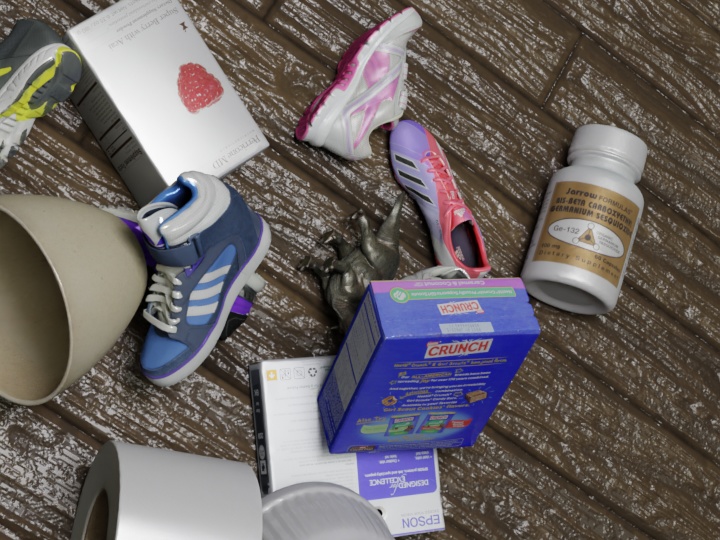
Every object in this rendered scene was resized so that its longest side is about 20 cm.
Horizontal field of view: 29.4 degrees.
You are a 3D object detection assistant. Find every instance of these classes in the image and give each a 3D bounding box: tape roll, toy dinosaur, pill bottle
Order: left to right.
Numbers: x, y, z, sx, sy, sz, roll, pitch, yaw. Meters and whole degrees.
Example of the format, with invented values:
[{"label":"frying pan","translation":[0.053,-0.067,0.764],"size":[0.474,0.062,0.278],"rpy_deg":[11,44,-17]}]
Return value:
[{"label":"tape roll","translation":[-0.190,0.271,1.301],"size":[0.139,0.203,0.204],"rpy_deg":[12,78,-21]},{"label":"toy dinosaur","translation":[0.000,0.000,1.500],"size":[0.102,0.077,0.200],"rpy_deg":[49,51,-26]},{"label":"pill bottle","translation":[0.264,-0.060,1.587],"size":[0.114,0.114,0.201],"rpy_deg":[24,74,-18]}]

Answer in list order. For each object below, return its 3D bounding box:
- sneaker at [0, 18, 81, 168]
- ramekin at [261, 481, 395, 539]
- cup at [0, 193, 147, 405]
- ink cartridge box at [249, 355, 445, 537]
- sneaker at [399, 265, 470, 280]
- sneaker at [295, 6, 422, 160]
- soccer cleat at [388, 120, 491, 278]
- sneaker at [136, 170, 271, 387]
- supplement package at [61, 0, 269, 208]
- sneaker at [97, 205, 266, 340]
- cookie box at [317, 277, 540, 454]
[{"label":"sneaker","translation":[-0.361,-0.165,1.348],"size":[0.200,0.074,0.085],"rpy_deg":[-38,60,7]},{"label":"ramekin","translation":[-0.040,0.323,1.374],"size":[0.199,0.105,0.201],"rpy_deg":[-6,106,-23]},{"label":"cup","translation":[-0.291,0.011,1.319],"size":[0.143,0.200,0.201],"rpy_deg":[-24,92,-48]},{"label":"ink cartridge box","translation":[-0.013,0.190,1.471],"size":[0.197,0.043,0.201],"rpy_deg":[-2,81,-23]},{"label":"sneaker","translation":[0.086,0.036,1.463],"size":[0.099,0.200,0.075],"rpy_deg":[-23,83,19]},{"label":"sneaker","translation":[0.014,-0.203,1.527],"size":[0.088,0.081,0.200],"rpy_deg":[38,78,-15]},{"label":"soccer cleat","translation":[0.093,-0.079,1.537],"size":[0.066,0.076,0.201],"rpy_deg":[-21,91,-24]},{"label":"sneaker","translation":[-0.183,0.000,1.307],"size":[0.200,0.080,0.146],"rpy_deg":[-56,137,-4]},{"label":"supplement package","translation":[-0.207,-0.171,1.401],"size":[0.121,0.120,0.200],"rpy_deg":[-36,97,-23]},{"label":"sneaker","translation":[-0.202,0.009,1.406],"size":[0.199,0.070,0.100],"rpy_deg":[28,81,-14]},{"label":"cookie box","translation":[0.065,0.098,1.384],"size":[0.170,0.200,0.075],"rpy_deg":[0,50,-22]}]
